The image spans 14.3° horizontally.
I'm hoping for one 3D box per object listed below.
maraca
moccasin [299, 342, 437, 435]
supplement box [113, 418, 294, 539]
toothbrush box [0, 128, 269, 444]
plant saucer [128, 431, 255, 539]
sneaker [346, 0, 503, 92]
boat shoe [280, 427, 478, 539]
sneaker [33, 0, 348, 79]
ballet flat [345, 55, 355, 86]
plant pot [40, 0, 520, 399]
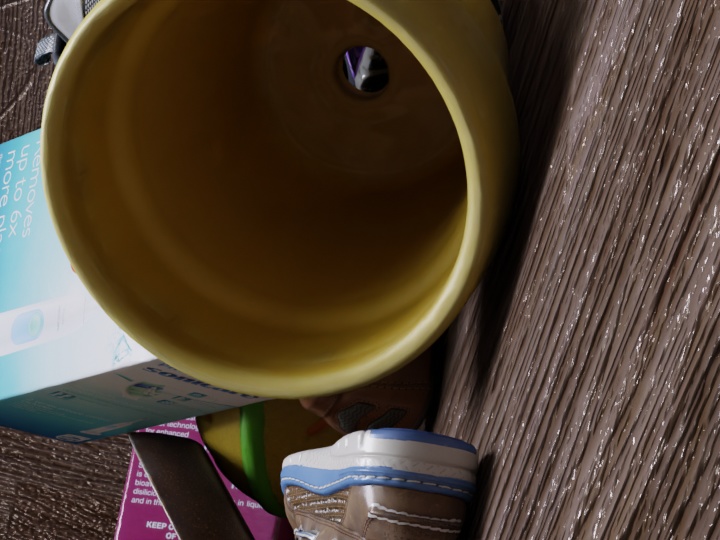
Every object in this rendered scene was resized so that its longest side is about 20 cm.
[{"bbox_3d":[-0.027,0.065,1.537,0.200,0.107,0.137,25,-105,-72],"label":"maraca"},{"bbox_3d":[-0.001,0.001,1.442,0.074,0.078,0.202,-52,22,46],"label":"moccasin"},{"bbox_3d":[-0.073,0.114,1.750,0.131,0.103,0.200,58,-141,-66],"label":"supplement box"},{"bbox_3d":[-0.116,-0.002,1.447,0.200,0.085,0.147,-14,66,50],"label":"toothbrush box"},{"bbox_3d":[-0.060,0.166,1.499,0.200,0.034,0.200,62,177,6],"label":"plant saucer"},{"bbox_3d":[0.015,-0.129,1.469,0.084,0.081,0.200,63,169,6],"label":"sneaker"},{"bbox_3d":[0.000,0.115,1.227,0.200,0.072,0.072,121,160,-76],"label":"boat shoe"},{"bbox_3d":[-0.097,-0.113,1.454,0.200,0.140,0.078,47,-141,-54],"label":"sneaker"},{"bbox_3d":[-0.020,-0.046,1.652,0.200,0.073,0.073,108,173,-48],"label":"ballet flat"},{"bbox_3d":[-0.017,-0.068,1.284,0.189,0.201,0.201,-50,-23,-65],"label":"plant pot"}]
